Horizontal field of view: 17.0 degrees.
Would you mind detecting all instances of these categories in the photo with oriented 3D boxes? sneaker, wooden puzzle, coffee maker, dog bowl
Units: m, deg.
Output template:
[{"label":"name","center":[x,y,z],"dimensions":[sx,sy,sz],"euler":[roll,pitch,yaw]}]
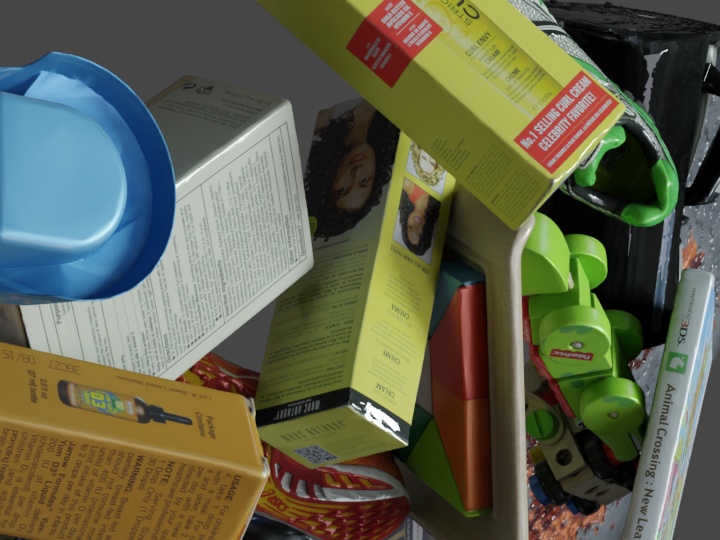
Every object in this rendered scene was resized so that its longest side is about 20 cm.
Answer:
[{"label":"sneaker","center":[0.102,-0.095,1.300],"dimensions":[0.200,0.085,0.078],"euler":[32,102,-26]},{"label":"sneaker","center":[-0.055,0.088,1.298],"dimensions":[0.073,0.077,0.200],"euler":[-41,133,13]},{"label":"wooden puzzle","center":[0.040,0.047,1.311],"dimensions":[0.037,0.185,0.200],"euler":[-4,106,-21]},{"label":"coffee maker","center":[0.128,-0.057,1.454],"dimensions":[0.192,0.135,0.200],"euler":[0,104,-30]},{"label":"dog bowl","center":[-0.174,-0.041,1.015],"dimensions":[0.200,0.050,0.112],"euler":[9,69,-36]}]

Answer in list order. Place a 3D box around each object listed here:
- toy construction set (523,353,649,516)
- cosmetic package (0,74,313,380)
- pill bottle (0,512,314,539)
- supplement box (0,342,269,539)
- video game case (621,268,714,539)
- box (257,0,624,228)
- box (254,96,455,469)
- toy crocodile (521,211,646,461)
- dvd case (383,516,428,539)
[{"label":"toy construction set","center":[0.116,0.086,1.486],"dimensions":[0.092,0.131,0.200],"euler":[-36,158,27]},{"label":"cosmetic package","center":[-0.113,-0.002,1.158],"dimensions":[0.200,0.073,0.104],"euler":[-38,133,-40]},{"label":"pill bottle","center":[-0.082,0.164,1.160],"dimensions":[0.112,0.200,0.112],"euler":[-28,126,-47]},{"label":"supplement box","center":[-0.145,0.076,1.049],"dimensions":[0.200,0.067,0.069],"euler":[12,118,-17]},{"label":"video game case","center":[0.184,0.112,1.436],"dimensions":[0.200,0.022,0.182],"euler":[65,38,-72]},{"label":"box","center":[0.031,-0.116,1.205],"dimensions":[0.075,0.200,0.050],"euler":[-44,175,-35]},{"label":"box","center":[0.000,0.000,1.259],"dimensions":[0.050,0.075,0.200],"euler":[34,53,-36]},{"label":"toy crocodile","center":[0.121,0.040,1.357],"dimensions":[0.200,0.062,0.068],"euler":[58,26,-48]},{"label":"dvd case","center":[-0.022,0.233,1.441],"dimensions":[0.200,0.016,0.149],"euler":[-26,124,-48]}]
